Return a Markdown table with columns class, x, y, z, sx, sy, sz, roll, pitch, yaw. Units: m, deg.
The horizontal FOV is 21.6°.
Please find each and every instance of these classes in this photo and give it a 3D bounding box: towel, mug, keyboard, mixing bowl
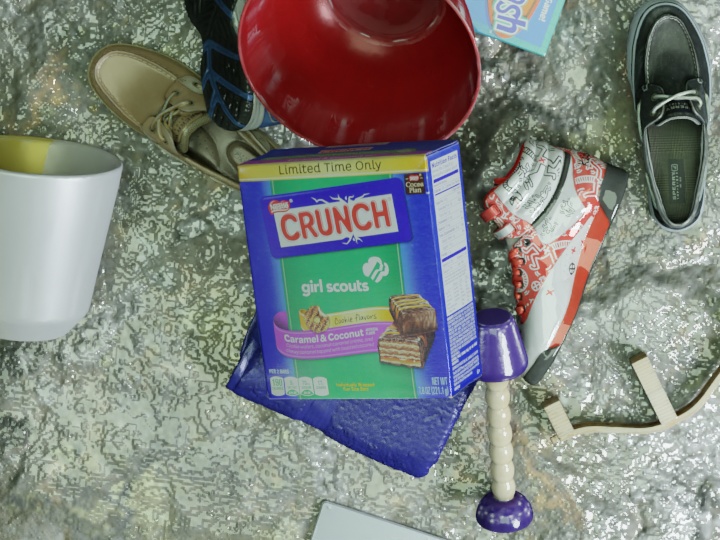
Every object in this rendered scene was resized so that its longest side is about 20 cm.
| class | x | y | z | sx | sy | sz | roll | pitch | yaw |
| --- | --- | --- | --- | --- | --- | --- | --- | --- | --- |
| towel | -0.001 | 0.078 | 1.647 | 0.200 | 0.050 | 0.148 | 26 | 104 | -2 |
| mug | -0.291 | -0.030 | 1.614 | 0.149 | 0.186 | 0.154 | -2 | 108 | -30 |
| keyboard | 0.053 | 0.261 | 1.682 | 0.199 | 0.011 | 0.056 | 18 | 92 | -1 |
| mixing bowl | 0.008 | -0.201 | 1.542 | 0.200 | 0.109 | 0.201 | 8 | 132 | 9 |

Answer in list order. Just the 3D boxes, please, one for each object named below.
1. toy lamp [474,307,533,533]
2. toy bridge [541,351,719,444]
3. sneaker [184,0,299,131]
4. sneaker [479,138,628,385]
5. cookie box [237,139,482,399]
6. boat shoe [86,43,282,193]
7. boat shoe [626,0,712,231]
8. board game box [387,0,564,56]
| class | x | y | z | sx | sy | sz | roll | pitch | yaw |
| --- | --- | --- | --- | --- | --- | --- | --- | --- | --- |
| toy lamp | 0.117 | 0.127 | 1.610 | 0.058 | 0.058 | 0.201 | -2 | 117 | 2 |
| toy bridge | 0.256 | 0.105 | 1.648 | 0.200 | 0.027 | 0.067 | -27 | 96 | 5 |
| sneaker | -0.098 | -0.214 | 1.609 | 0.076 | 0.077 | 0.201 | -11 | 81 | 44 |
| sneaker | 0.144 | -0.012 | 1.620 | 0.108 | 0.067 | 0.202 | 22 | 93 | 0 |
| cookie box | 0.000 | 0.000 | 1.544 | 0.171 | 0.075 | 0.201 | -2 | 102 | 24 |
| boat shoe | -0.146 | -0.130 | 1.615 | 0.200 | 0.065 | 0.071 | 32 | 96 | -2 |
| boat shoe | 0.269 | -0.132 | 1.599 | 0.072 | 0.071 | 0.201 | -8 | 95 | 3 |
| board game box | 0.088 | -0.285 | 1.601 | 0.199 | 0.045 | 0.152 | 19 | 97 | -1 |
